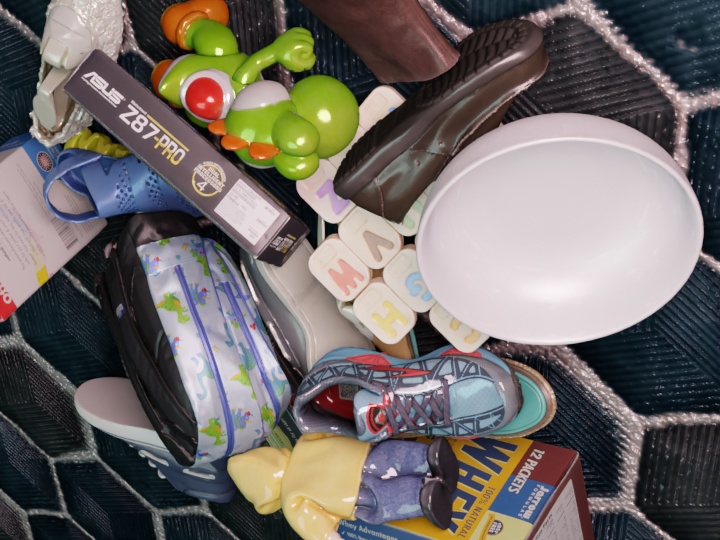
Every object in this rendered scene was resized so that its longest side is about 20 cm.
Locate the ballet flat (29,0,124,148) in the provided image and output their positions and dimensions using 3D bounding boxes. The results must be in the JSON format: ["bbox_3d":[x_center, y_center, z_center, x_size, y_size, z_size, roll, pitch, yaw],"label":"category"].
[{"bbox_3d":[-0.251,-0.179,1.235,0.071,0.072,0.201,34,139,9],"label":"ballet flat"}]

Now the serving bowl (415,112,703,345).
[{"bbox_3d":[0.136,-0.037,1.002,0.197,0.066,0.202,0,135,0],"label":"serving bowl"}]

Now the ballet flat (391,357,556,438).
[{"bbox_3d":[0.092,0.105,1.205,0.198,0.065,0.072,-4,93,41],"label":"ballet flat"}]

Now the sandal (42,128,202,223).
[{"bbox_3d":[-0.209,-0.073,1.278,0.198,0.087,0.080,4,126,35],"label":"sandal"}]

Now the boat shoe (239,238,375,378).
[{"bbox_3d":[-0.047,0.048,1.271,0.061,0.073,0.202,-2,121,54],"label":"boat shoe"}]

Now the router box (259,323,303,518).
[{"bbox_3d":[-0.070,0.147,1.383,0.156,0.052,0.201,-12,116,45],"label":"router box"}]

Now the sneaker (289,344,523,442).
[{"bbox_3d":[0.033,0.112,1.139,0.197,0.095,0.080,-4,107,30],"label":"sneaker"}]

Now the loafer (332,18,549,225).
[{"bbox_3d":[0.067,-0.103,1.021,0.071,0.073,0.199,40,128,-18],"label":"loafer"}]

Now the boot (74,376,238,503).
[{"bbox_3d":[-0.221,0.186,1.527,0.198,0.073,0.091,18,129,26],"label":"boot"}]

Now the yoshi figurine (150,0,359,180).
[{"bbox_3d":[-0.073,-0.133,1.089,0.200,0.112,0.112,42,177,40],"label":"yoshi figurine"}]

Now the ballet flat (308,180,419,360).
[{"bbox_3d":[0.000,0.000,1.181,0.069,0.062,0.202,-115,10,-62],"label":"ballet flat"}]

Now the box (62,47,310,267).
[{"bbox_3d":[-0.134,-0.084,1.137,0.199,0.049,0.161,40,178,5],"label":"box"}]

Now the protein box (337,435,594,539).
[{"bbox_3d":[0.096,0.258,1.280,0.196,0.135,0.202,11,132,33],"label":"protein box"}]

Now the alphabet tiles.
[{"bbox_3d":[0.050,-0.036,1.092,0.196,0.015,0.200,44,118,-1],"label":"alphabet tiles"}]

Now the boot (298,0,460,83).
[{"bbox_3d":[-0.032,-0.199,1.023,0.199,0.072,0.167,5,138,55],"label":"boot"}]

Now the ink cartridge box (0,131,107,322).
[{"bbox_3d":[-0.344,-0.031,1.337,0.067,0.200,0.117,-8,120,43],"label":"ink cartridge box"}]

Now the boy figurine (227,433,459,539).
[{"bbox_3d":[-0.021,0.183,1.198,0.197,0.126,0.065,-4,146,22],"label":"boy figurine"}]

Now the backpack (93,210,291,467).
[{"bbox_3d":[-0.147,0.071,1.257,0.164,0.152,0.202,123,139,-52],"label":"backpack"}]
